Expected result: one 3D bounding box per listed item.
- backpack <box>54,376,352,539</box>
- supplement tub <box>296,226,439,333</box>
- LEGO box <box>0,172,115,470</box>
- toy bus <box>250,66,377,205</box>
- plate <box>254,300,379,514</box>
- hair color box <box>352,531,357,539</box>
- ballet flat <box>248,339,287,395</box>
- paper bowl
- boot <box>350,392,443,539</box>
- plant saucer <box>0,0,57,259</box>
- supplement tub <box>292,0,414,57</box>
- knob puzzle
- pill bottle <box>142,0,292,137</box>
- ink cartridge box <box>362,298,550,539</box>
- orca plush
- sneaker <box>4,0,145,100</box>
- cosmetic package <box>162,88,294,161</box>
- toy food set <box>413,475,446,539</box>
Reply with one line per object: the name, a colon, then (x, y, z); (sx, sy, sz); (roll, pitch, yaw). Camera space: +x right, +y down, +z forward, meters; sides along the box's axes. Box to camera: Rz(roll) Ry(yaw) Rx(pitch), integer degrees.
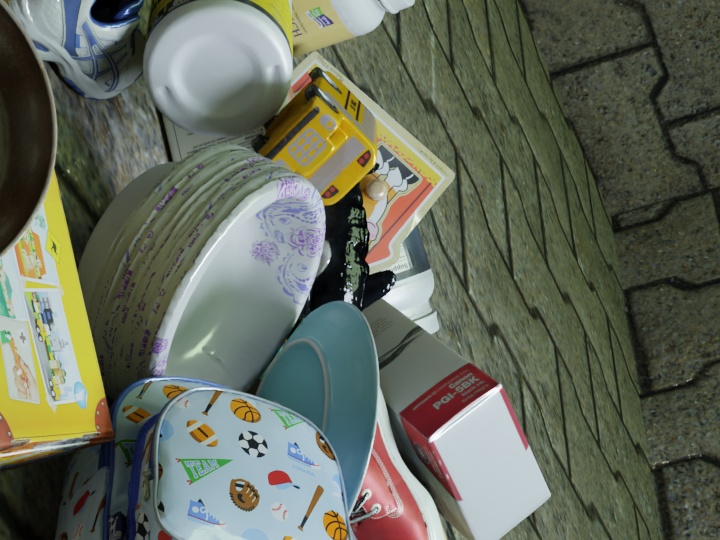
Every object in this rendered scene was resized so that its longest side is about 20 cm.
backpack: (-0.100, 0.156, 1.007); (0.200, 0.154, 0.191); (25, 31, -30)
supplement tub: (-0.011, -0.022, 1.551); (0.140, 0.140, 0.200); (-24, 98, -74)
LEGO box: (-0.225, 0.012, 0.921); (0.149, 0.077, 0.200); (12, 63, -72)
toy bus: (-0.031, -0.104, 1.257); (0.078, 0.065, 0.200); (45, 10, -10)
plate: (-0.045, 0.116, 1.134); (0.026, 0.200, 0.200); (15, 50, -25)
hair color box: (-0.049, 0.250, 1.310); (0.200, 0.061, 0.099); (0, 73, -74)
ballet flat: (-0.079, 0.102, 1.373); (0.072, 0.068, 0.200); (99, -27, -81)
paper bowl: (-0.121, 0.005, 1.131); (0.201, 0.104, 0.201); (-50, 157, -30)
boot: (-0.015, 0.178, 1.269); (0.144, 0.072, 0.200); (-7, 70, -58)
plant saucer: (-0.255, -0.076, 0.819); (0.200, 0.034, 0.200); (9, 71, -27)
supplement tub: (-0.063, -0.276, 1.519); (0.145, 0.200, 0.146); (-17, 90, -74)
knob puzzle: (-0.040, -0.073, 1.456); (0.030, 0.219, 0.220); (141, -65, -77)
pill bottle: (-0.108, -0.197, 1.257); (0.200, 0.111, 0.111); (-95, 161, -56)
ink cartridge box: (0.059, 0.129, 1.414); (0.200, 0.083, 0.147); (36, -23, 51)
orca plush: (0.000, 0.000, 1.378); (0.105, 0.071, 0.200); (64, 36, -67)
sneaker: (-0.191, -0.181, 1.205); (0.200, 0.088, 0.075); (14, 60, -73)
cosmetic package: (-0.105, -0.110, 1.397); (0.087, 0.103, 0.200); (14, 62, -73)
toy food set: (0.026, 0.252, 1.417); (0.198, 0.049, 0.200); (54, -32, 43)
